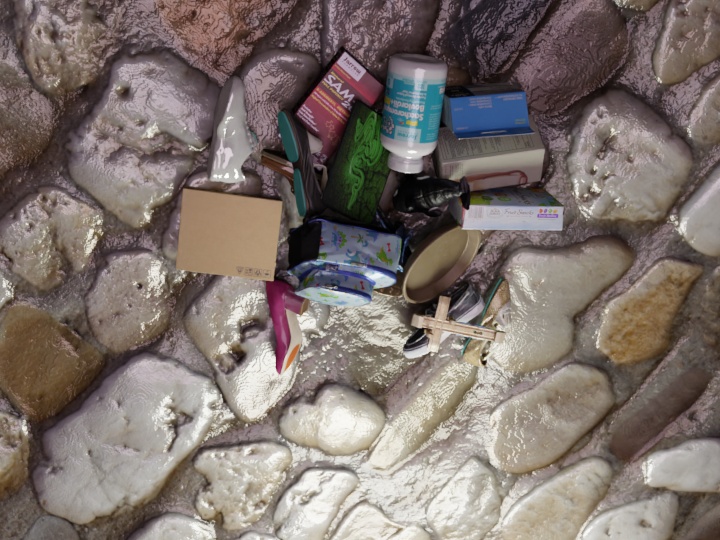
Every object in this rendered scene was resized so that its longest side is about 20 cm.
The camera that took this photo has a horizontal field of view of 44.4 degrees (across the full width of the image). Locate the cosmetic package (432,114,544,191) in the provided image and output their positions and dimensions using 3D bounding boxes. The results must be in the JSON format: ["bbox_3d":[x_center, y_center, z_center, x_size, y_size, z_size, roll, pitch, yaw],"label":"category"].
[{"bbox_3d":[0.240,-0.219,1.677,0.195,0.105,0.088,-8,139,-1],"label":"cosmetic package"}]

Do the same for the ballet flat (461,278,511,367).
[{"bbox_3d":[0.278,0.115,1.835,0.065,0.070,0.203,33,117,24],"label":"ballet flat"}]

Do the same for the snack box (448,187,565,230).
[{"bbox_3d":[0.279,-0.121,1.707,0.195,0.143,0.054,1,110,-5],"label":"snack box"}]

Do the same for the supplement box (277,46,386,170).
[{"bbox_3d":[-0.055,-0.302,1.648,0.108,0.061,0.201,36,102,-17],"label":"supplement box"}]

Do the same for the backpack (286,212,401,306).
[{"bbox_3d":[-0.029,-0.010,1.635,0.196,0.183,0.151,7,80,-16],"label":"backpack"}]

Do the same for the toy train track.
[{"bbox_3d":[0.199,0.120,1.778,0.196,0.033,0.117,11,102,-9],"label":"toy train track"}]

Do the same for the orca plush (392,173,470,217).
[{"bbox_3d":[0.120,-0.125,1.660,0.071,0.198,0.106,-45,128,-29],"label":"orca plush"}]

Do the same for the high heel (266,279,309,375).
[{"bbox_3d":[-0.167,0.115,1.812,0.095,0.067,0.204,24,114,17],"label":"high heel"}]

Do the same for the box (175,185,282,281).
[{"bbox_3d":[-0.257,-0.071,1.731,0.195,0.021,0.167,7,105,-7],"label":"box"}]

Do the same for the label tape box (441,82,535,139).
[{"bbox_3d":[0.226,-0.294,1.603,0.141,0.200,0.065,-5,110,-4],"label":"label tape box"}]

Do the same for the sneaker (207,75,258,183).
[{"bbox_3d":[-0.229,-0.262,1.649,0.087,0.076,0.204,5,117,-21],"label":"sneaker"}]

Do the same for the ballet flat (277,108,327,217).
[{"bbox_3d":[-0.100,-0.198,1.614,0.067,0.068,0.205,-15,100,-25],"label":"ballet flat"}]

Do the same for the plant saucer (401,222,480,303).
[{"bbox_3d":[0.155,-0.019,1.740,0.198,0.030,0.202,-30,148,-20],"label":"plant saucer"}]

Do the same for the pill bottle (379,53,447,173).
[{"bbox_3d":[0.094,-0.287,1.617,0.108,0.111,0.204,3,112,-7],"label":"pill bottle"}]

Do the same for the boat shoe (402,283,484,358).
[{"bbox_3d":[0.161,0.101,1.819,0.198,0.072,0.068,-35,111,7],"label":"boat shoe"}]

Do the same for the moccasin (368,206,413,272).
[{"bbox_3d":[0.061,-0.069,1.739,0.068,0.081,0.200,-41,110,12],"label":"moccasin"}]

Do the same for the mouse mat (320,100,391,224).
[{"bbox_3d":[0.005,-0.196,1.646,0.160,0.007,0.204,21,86,-50],"label":"mouse mat"}]

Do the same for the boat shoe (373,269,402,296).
[{"bbox_3d":[0.000,0.000,1.769,0.196,0.068,0.073,19,79,-10],"label":"boat shoe"}]

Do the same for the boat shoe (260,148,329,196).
[{"bbox_3d":[-0.106,-0.168,1.688,0.197,0.072,0.069,22,107,-13],"label":"boat shoe"}]
